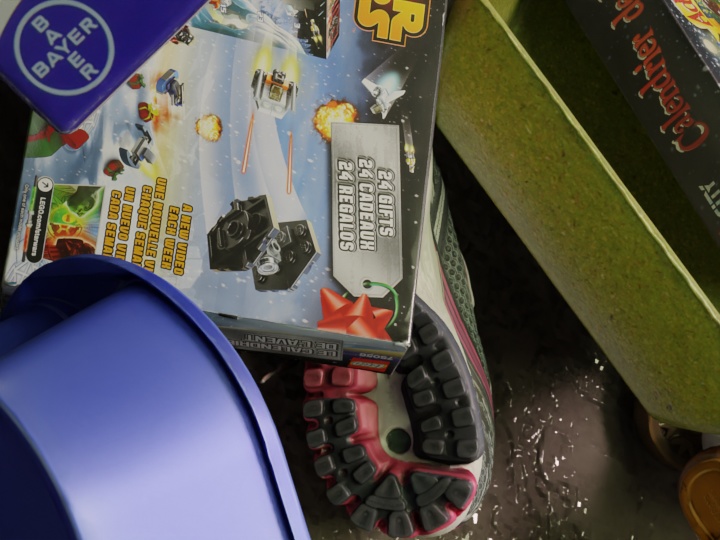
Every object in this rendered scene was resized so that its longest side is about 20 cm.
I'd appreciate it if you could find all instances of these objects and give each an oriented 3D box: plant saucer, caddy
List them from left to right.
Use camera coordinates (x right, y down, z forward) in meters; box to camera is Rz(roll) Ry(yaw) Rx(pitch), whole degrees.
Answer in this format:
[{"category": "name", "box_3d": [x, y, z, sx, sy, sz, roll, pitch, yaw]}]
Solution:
[{"category": "caddy", "box_3d": [-0.075, 0.097, 0.811, 0.105, 0.141, 0.200, -21, 97, -41]}, {"category": "plant saucer", "box_3d": [0.096, -0.025, 1.009, 0.200, 0.048, 0.200, 54, 15, -1]}]

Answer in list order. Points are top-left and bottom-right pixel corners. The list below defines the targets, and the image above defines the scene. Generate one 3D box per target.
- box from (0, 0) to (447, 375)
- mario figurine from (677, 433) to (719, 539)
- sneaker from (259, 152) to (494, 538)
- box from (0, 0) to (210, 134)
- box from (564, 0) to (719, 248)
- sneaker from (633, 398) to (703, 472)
[{"category": "box", "box_3d": [-0.041, -0.073, 0.906, 0.137, 0.040, 0.200, 9, 70, -6]}, {"category": "mario figurine", "box_3d": [0.189, 0.062, 1.022, 0.200, 0.123, 0.106, -5, 119, -64]}, {"category": "sneaker", "box_3d": [0.000, 0.000, 0.965, 0.075, 0.080, 0.201, 17, 62, -76]}, {"category": "box", "box_3d": [-0.091, -0.179, 0.784, 0.200, 0.184, 0.105, 45, 15, -13]}, {"category": "box", "box_3d": [0.154, -0.077, 1.081, 0.136, 0.038, 0.200, 12, 42, -50]}, {"category": "sneaker", "box_3d": [0.196, 0.026, 1.153, 0.200, 0.090, 0.067, -31, 99, -13]}]
